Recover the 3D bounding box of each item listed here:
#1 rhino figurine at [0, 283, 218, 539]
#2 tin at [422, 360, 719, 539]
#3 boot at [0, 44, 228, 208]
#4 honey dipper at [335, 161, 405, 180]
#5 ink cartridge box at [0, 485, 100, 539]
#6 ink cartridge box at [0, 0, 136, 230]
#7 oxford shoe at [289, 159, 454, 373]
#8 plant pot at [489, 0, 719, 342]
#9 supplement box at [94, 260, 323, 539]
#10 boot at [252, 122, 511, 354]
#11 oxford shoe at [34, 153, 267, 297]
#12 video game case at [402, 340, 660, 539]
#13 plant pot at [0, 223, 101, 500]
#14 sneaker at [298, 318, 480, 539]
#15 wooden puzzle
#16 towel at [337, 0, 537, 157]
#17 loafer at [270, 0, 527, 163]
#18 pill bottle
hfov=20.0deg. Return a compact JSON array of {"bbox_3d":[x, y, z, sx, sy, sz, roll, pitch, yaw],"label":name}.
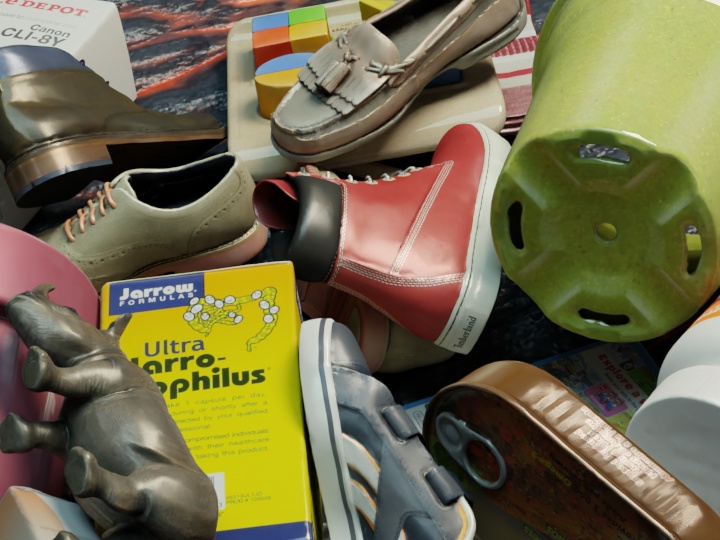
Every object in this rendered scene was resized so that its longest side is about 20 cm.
[{"bbox_3d":[-0.126,0.072,0.981,0.087,0.060,0.201,16,29,-36],"label":"rhino figurine"},{"bbox_3d":[0.112,0.126,1.009,0.042,0.113,0.200,-27,56,-38],"label":"tin"},{"bbox_3d":[-0.165,-0.106,1.321,0.074,0.098,0.199,-32,-9,33],"label":"boot"},{"bbox_3d":[0.028,-0.058,1.333,0.199,0.038,0.038,15,43,32],"label":"honey dipper"},{"bbox_3d":[-0.151,0.222,0.920,0.050,0.163,0.200,21,20,-36],"label":"ink cartridge box"},{"bbox_3d":[-0.266,-0.109,1.398,0.144,0.084,0.200,11,42,22],"label":"ink cartridge box"},{"bbox_3d":[0.000,0.000,1.251,0.073,0.071,0.201,5,35,-23],"label":"oxford shoe"},{"bbox_3d":[0.162,-0.061,1.157,0.199,0.202,0.184,11,33,21],"label":"plant pot"},{"bbox_3d":[-0.077,0.106,1.070,0.108,0.109,0.201,-7,44,0],"label":"supplement box"},{"bbox_3d":[0.012,-0.046,1.194,0.143,0.073,0.201,22,32,-6],"label":"boot"},{"bbox_3d":[-0.160,-0.026,1.273,0.198,0.074,0.071,-19,43,-10],"label":"oxford shoe"},{"bbox_3d":[0.091,0.109,1.124,0.198,0.018,0.143,-17,39,-12],"label":"video game case"},{"bbox_3d":[-0.233,0.098,1.069,0.198,0.201,0.180,-6,54,1],"label":"plant pot"},{"bbox_3d":[0.019,0.117,1.030,0.079,0.078,0.202,-12,74,4],"label":"sneaker"},{"bbox_3d":[-0.003,-0.143,1.393,0.183,0.047,0.201,-10,34,1],"label":"wooden puzzle"},{"bbox_3d":[0.057,-0.148,1.447,0.143,0.023,0.201,-8,37,2],"label":"towel"},{"bbox_3d":[0.021,-0.145,1.300,0.199,0.063,0.072,-34,53,-20],"label":"loafer"},{"bbox_3d":[0.223,0.057,1.074,0.109,0.110,0.200,19,36,29],"label":"pill bottle"}]
